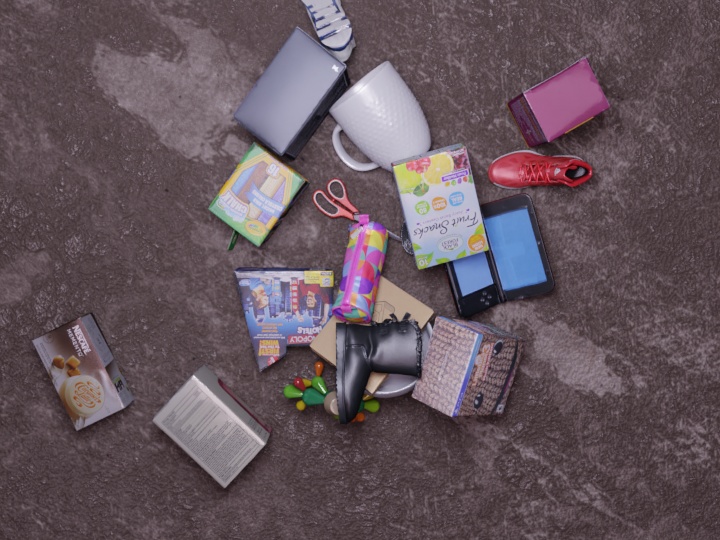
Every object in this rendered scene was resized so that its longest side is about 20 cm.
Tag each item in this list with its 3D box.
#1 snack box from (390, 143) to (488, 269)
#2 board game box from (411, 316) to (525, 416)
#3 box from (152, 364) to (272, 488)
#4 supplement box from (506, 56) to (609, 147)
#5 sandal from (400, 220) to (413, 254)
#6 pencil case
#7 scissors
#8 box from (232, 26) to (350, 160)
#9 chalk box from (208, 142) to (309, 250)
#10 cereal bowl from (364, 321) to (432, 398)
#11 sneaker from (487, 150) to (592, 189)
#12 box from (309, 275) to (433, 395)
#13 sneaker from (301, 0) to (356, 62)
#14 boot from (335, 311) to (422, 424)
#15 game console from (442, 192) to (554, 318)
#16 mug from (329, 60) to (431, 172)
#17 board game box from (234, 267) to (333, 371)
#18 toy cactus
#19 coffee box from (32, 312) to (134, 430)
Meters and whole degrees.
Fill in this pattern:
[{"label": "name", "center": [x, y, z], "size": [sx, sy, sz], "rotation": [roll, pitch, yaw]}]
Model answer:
[{"label": "snack box", "center": [0.149, -0.120, 1.538], "size": [0.140, 0.053, 0.203], "rotation": [-15, 105, 1]}, {"label": "board game box", "center": [0.211, 0.186, 1.577], "size": [0.096, 0.199, 0.162], "rotation": [21, 97, 38]}, {"label": "box", "center": [-0.293, 0.309, 1.648], "size": [0.200, 0.109, 0.128], "rotation": [44, 95, -3]}, {"label": "supplement box", "center": [0.363, -0.308, 1.535], "size": [0.130, 0.200, 0.104], "rotation": [-28, 94, 4]}, {"label": "sandal", "center": [0.147, -0.120, 1.631], "size": [0.075, 0.048, 0.201], "rotation": [37, 96, -2]}, {"label": "pencil case", "center": [0.000, 0.000, 1.591], "size": [0.087, 0.089, 0.203], "rotation": [10, 66, 0]}, {"label": "scissors", "center": [-0.008, -0.102, 1.648], "size": [0.200, 0.014, 0.073], "rotation": [43, 91, 1]}, {"label": "box", "center": [-0.123, -0.325, 1.542], "size": [0.123, 0.198, 0.201], "rotation": [37, 94, -3]}, {"label": "chalk box", "center": [-0.207, -0.129, 1.598], "size": [0.123, 0.125, 0.201], "rotation": [37, 94, -3]}, {"label": "cereal bowl", "center": [0.051, 0.160, 1.623], "size": [0.197, 0.084, 0.203], "rotation": [-4, 63, 8]}, {"label": "sneaker", "center": [0.350, -0.197, 1.587], "size": [0.197, 0.116, 0.080], "rotation": [-6, 95, 1]}, {"label": "box", "center": [0.021, 0.115, 1.591], "size": [0.163, 0.021, 0.201], "rotation": [33, 75, 21]}, {"label": "sneaker", "center": [-0.061, -0.476, 1.589], "size": [0.079, 0.115, 0.202], "rotation": [-17, 66, 1]}, {"label": "boot", "center": [0.034, 0.179, 1.509], "size": [0.160, 0.073, 0.201], "rotation": [0, 76, 0]}, {"label": "game console", "center": [0.258, -0.028, 1.598], "size": [0.171, 0.118, 0.203], "rotation": [-20, 95, -31]}, {"label": "mug", "center": [0.031, -0.271, 1.584], "size": [0.199, 0.148, 0.176], "rotation": [-30, 107, 33]}, {"label": "board game box", "center": [-0.151, 0.097, 1.650], "size": [0.197, 0.062, 0.203], "rotation": [0, 97, 0]}, {"label": "toy cactus", "center": [-0.048, 0.248, 1.614], "size": [0.198, 0.165, 0.104], "rotation": [22, 85, -8]}, {"label": "coffee box", "center": [-0.555, 0.201, 1.656], "size": [0.113, 0.080, 0.202], "rotation": [-24, 95, 3]}]
